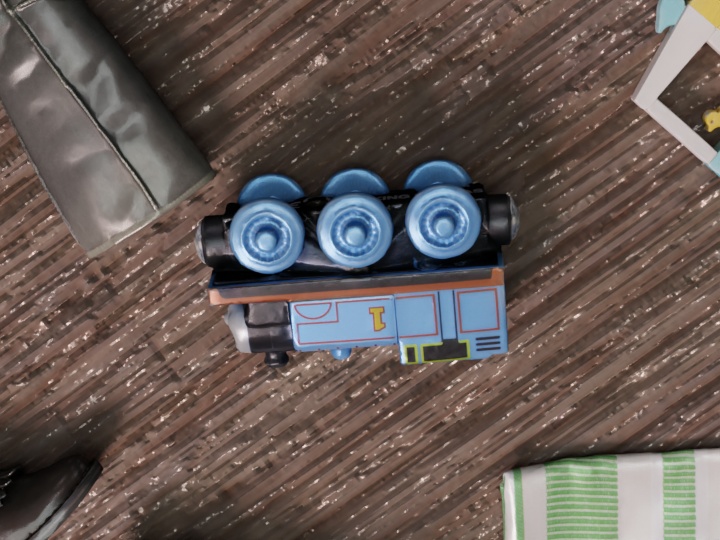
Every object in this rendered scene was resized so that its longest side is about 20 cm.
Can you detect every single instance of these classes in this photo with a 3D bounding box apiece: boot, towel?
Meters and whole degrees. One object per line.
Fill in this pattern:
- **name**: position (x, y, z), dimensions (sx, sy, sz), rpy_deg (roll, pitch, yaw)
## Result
- **boot**: position (-0.281, 0.113, 1.060), dimensions (0.198, 0.069, 0.175), rpy_deg (-28, 100, 8)
- **boot**: position (-0.152, -0.132, 1.008), dimensions (0.181, 0.073, 0.201), rpy_deg (-34, 92, 21)
- **towel**: position (0.191, 0.192, 1.091), dimensions (0.197, 0.023, 0.155), rpy_deg (-2, 100, 2)

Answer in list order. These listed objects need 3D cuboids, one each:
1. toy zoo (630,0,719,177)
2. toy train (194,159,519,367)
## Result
- **toy zoo**: position (0.259, -0.110, 1.030), dimensions (0.200, 0.020, 0.131), rpy_deg (40, 99, -7)
- **toy train**: position (0.000, 0.000, 1.027), dimensions (0.197, 0.087, 0.116), rpy_deg (-5, 107, 2)
